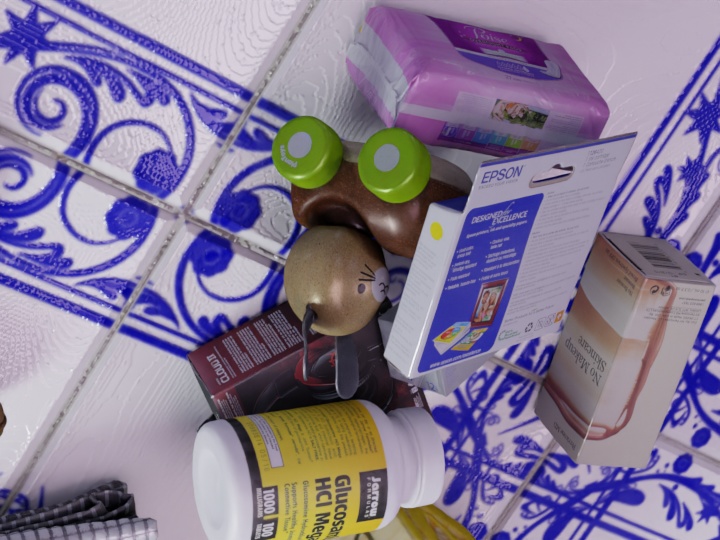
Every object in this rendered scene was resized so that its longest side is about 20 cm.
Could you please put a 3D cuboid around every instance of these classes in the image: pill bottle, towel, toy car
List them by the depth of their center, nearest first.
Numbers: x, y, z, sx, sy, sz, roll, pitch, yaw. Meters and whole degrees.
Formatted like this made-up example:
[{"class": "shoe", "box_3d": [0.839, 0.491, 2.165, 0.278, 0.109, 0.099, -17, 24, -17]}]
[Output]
[{"class": "toy car", "box_3d": [0.000, 0.000, 1.432, 0.164, 0.156, 0.202, 32, 71, -61]}, {"class": "pill bottle", "box_3d": [-0.034, 0.171, 1.500, 0.198, 0.113, 0.114, -7, 120, -23]}, {"class": "towel", "box_3d": [-0.267, 0.291, 1.571, 0.164, 0.086, 0.202, -9, 123, -19]}]

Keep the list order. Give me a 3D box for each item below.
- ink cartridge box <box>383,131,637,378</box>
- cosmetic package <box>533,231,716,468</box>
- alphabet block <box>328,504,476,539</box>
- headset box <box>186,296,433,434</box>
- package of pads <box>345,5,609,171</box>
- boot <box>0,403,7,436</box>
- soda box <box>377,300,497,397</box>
[{"class": "ink cartridge box", "box_3d": [0.120, -0.022, 1.431, 0.196, 0.047, 0.202, -13, 129, -43]}, {"class": "cosmetic package", "box_3d": [0.249, 0.076, 1.687, 0.086, 0.103, 0.202, 5, 113, -26]}, {"class": "alphabet block", "box_3d": [0.022, 0.330, 1.665, 0.200, 0.195, 0.196, -48, 128, 5]}, {"class": "headset box", "box_3d": [-0.052, 0.109, 1.574, 0.199, 0.075, 0.150, -27, 126, -10]}, {"class": "package of pads", "box_3d": [0.096, -0.151, 1.469, 0.198, 0.121, 0.076, 7, 124, -29]}, {"class": "boot", "box_3d": [-0.335, 0.033, 1.401, 0.174, 0.066, 0.202, 13, 110, -31]}, {"class": "soda box", "box_3d": [0.106, 0.026, 1.559, 0.200, 0.068, 0.064, -37, 128, -35]}]
